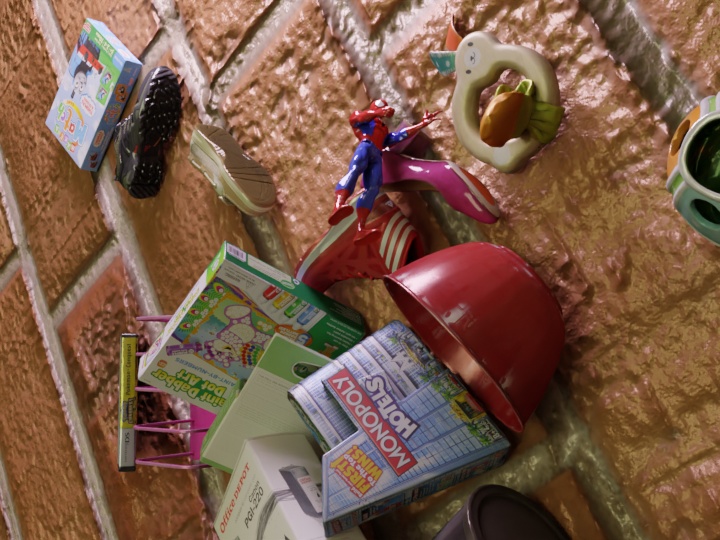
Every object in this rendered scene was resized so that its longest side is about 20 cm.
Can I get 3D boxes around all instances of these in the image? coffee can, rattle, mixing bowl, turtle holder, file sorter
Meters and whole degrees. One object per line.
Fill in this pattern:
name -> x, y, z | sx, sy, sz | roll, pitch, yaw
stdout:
coffee can -> 0.106, 0.331, 0.866 | 0.201, 0.146, 0.147 | -54, 56, 25
rattle -> 0.106, -0.197, 0.917 | 0.201, 0.142, 0.130 | 59, 141, 20
mixing bowl -> 0.125, 0.047, 0.865 | 0.108, 0.201, 0.200 | -41, 56, -7
turtle holder -> 0.329, -0.067, 0.710 | 0.141, 0.131, 0.187 | -44, 60, 29
file sorter -> -0.221, 0.158, 1.178 | 0.138, 0.125, 0.203 | -5, 83, 40

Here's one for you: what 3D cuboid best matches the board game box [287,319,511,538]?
board game box -> 0.015, 0.170, 0.922 | 0.200, 0.199, 0.062 | 49, 160, 25

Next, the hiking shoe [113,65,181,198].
hiking shoe -> -0.336, -0.217, 1.341 | 0.100, 0.075, 0.202 | 28, 106, 35

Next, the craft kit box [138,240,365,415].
craft kit box -> -0.129, 0.090, 1.055 | 0.198, 0.199, 0.049 | -50, 26, 25

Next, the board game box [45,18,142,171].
board game box -> -0.444, -0.290, 1.468 | 0.151, 0.036, 0.201 | 44, 116, 34

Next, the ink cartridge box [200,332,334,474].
ink cartridge box -> -0.084, 0.169, 1.049 | 0.201, 0.144, 0.048 | -58, 15, 20

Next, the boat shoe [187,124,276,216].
boat shoe -> -0.179, -0.126, 1.202 | 0.201, 0.073, 0.064 | 47, 123, 36

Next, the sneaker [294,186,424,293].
sneaker -> 0.000, 0.000, 1.031 | 0.116, 0.078, 0.200 | 48, 141, 10

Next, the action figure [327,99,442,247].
action figure -> 0.027, -0.127, 0.937 | 0.098, 0.065, 0.201 | -28, 36, 32

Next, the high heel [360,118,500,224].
high heel -> 0.074, -0.082, 0.976 | 0.096, 0.067, 0.200 | -53, 41, 13

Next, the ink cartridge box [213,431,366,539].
ink cartridge box -> -0.075, 0.299, 0.970 | 0.200, 0.084, 0.147 | 53, 130, 43

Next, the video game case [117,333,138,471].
video game case -> -0.334, 0.182, 1.274 | 0.200, 0.025, 0.183 | 165, 106, -74
